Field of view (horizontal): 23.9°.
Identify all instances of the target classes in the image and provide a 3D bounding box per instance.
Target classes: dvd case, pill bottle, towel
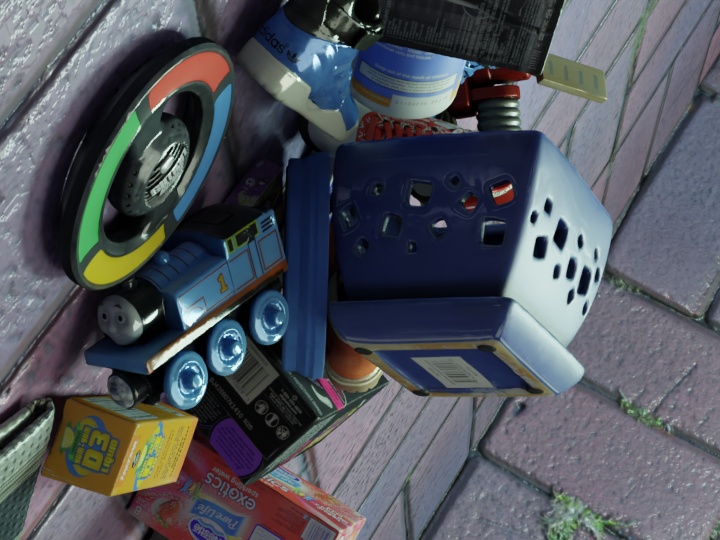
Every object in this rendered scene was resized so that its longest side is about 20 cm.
[{"bbox_3d":[0.068,-0.237,1.372,0.149,0.199,0.016,104,-5,-46],"label":"dvd case"},{"bbox_3d":[0.051,-0.239,1.463,0.112,0.112,0.200,-47,161,-43],"label":"pill bottle"},{"bbox_3d":[-0.309,0.209,1.268,0.200,0.034,0.193,-47,163,-51],"label":"towel"}]

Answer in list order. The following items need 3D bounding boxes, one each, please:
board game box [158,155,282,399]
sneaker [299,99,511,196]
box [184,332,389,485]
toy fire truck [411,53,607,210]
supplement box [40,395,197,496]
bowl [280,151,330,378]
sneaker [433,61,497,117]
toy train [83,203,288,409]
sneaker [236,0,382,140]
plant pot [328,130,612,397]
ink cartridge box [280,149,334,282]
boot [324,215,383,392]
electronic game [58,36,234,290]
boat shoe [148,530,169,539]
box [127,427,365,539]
[{"bbox_3d":[-0.131,0.007,1.484,0.200,0.032,0.120,-54,169,-27],"label":"board game box"},{"bbox_3d":[0.051,-0.115,1.534,0.201,0.108,0.068,15,91,-33],"label":"sneaker"},{"bbox_3d":[-0.074,0.110,1.640,0.106,0.122,0.200,-42,173,19],"label":"box"},{"bbox_3d":[0.146,-0.151,1.703,0.129,0.199,0.177,20,62,-76],"label":"toy fire truck"},{"bbox_3d":[-0.195,0.143,1.403,0.200,0.069,0.067,18,92,-79],"label":"supplement box"},{"bbox_3d":[-0.050,-0.006,1.510,0.201,0.039,0.202,-178,-90,-87],"label":"bowl"},{"bbox_3d":[0.092,-0.196,1.610,0.077,0.111,0.201,20,86,-71],"label":"sneaker"},{"bbox_3d":[-0.136,0.028,1.355,0.200,0.086,0.115,-37,121,-44],"label":"toy train"},{"bbox_3d":[-0.020,-0.177,1.364,0.111,0.077,0.200,-49,161,6],"label":"sneaker"},{"bbox_3d":[0.091,0.004,1.459,0.200,0.199,0.181,40,53,-54],"label":"plant pot"},{"bbox_3d":[-0.030,-0.082,1.648,0.095,0.037,0.201,-37,155,-60],"label":"ink cartridge box"},{"bbox_3d":[0.000,0.000,1.574,0.107,0.075,0.201,85,5,-61],"label":"boot"},{"bbox_3d":[-0.151,-0.075,1.222,0.200,0.042,0.200,-54,165,-22],"label":"electronic game"},{"bbox_3d":[-0.176,0.266,1.775,0.200,0.074,0.073,-53,177,6],"label":"boat shoe"},{"bbox_3d":[-0.110,0.239,1.658,0.103,0.199,0.095,-63,166,7],"label":"box"}]
